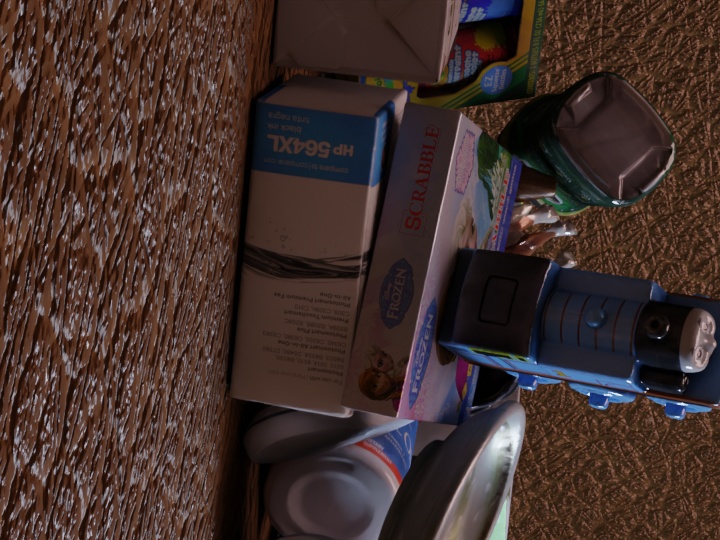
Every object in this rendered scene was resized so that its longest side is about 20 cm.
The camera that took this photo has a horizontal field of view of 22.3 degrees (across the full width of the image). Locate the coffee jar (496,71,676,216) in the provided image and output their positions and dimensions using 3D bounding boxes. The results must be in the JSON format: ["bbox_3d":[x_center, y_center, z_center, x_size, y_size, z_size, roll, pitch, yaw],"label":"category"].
[{"bbox_3d":[0.180,-0.101,1.506,0.085,0.104,0.200,-43,-173,-9],"label":"coffee jar"}]

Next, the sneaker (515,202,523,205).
[{"bbox_3d":[0.046,-0.080,1.596,0.075,0.200,0.076,15,106,-54],"label":"sneaker"}]

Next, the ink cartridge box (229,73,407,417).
[{"bbox_3d":[-0.027,-0.020,1.216,0.146,0.084,0.200,-58,156,-76],"label":"ink cartridge box"}]

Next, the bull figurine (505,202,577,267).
[{"bbox_3d":[0.121,0.019,1.448,0.065,0.121,0.200,58,-1,30],"label":"bull figurine"}]

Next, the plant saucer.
[{"bbox_3d":[0.054,0.177,1.284,0.200,0.050,0.200,-56,160,-33],"label":"plant saucer"}]

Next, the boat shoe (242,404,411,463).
[{"bbox_3d":[-0.026,0.084,1.339,0.202,0.075,0.086,-8,71,-54],"label":"boat shoe"}]

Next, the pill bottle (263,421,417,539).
[{"bbox_3d":[-0.010,0.133,1.496,0.200,0.112,0.112,-77,173,-58],"label":"pill bottle"}]

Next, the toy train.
[{"bbox_3d":[0.153,0.041,1.186,0.114,0.200,0.087,30,73,-60],"label":"toy train"}]

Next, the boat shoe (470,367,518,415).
[{"bbox_3d":[0.078,0.076,1.392,0.200,0.065,0.072,-27,-87,54],"label":"boat shoe"}]

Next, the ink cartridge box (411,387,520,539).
[{"bbox_3d":[0.048,0.179,1.750,0.084,0.200,0.146,88,9,-45],"label":"ink cartridge box"}]

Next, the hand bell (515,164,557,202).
[{"bbox_3d":[0.057,-0.076,1.458,0.104,0.200,0.104,8,90,-86],"label":"hand bell"}]

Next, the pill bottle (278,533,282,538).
[{"bbox_3d":[-0.025,0.275,1.529,0.200,0.112,0.112,-78,173,-52],"label":"pill bottle"}]

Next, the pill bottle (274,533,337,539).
[{"bbox_3d":[-0.037,0.254,1.335,0.200,0.113,0.114,83,15,-74],"label":"pill bottle"}]

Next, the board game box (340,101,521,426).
[{"bbox_3d":[0.053,0.003,1.236,0.200,0.041,0.200,19,83,-72],"label":"board game box"}]

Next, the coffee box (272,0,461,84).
[{"bbox_3d":[0.011,-0.187,1.273,0.200,0.113,0.080,-64,160,-74],"label":"coffee box"}]

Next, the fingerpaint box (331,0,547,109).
[{"bbox_3d":[0.067,-0.231,1.495,0.073,0.167,0.200,-120,-153,-48],"label":"fingerpaint box"}]
